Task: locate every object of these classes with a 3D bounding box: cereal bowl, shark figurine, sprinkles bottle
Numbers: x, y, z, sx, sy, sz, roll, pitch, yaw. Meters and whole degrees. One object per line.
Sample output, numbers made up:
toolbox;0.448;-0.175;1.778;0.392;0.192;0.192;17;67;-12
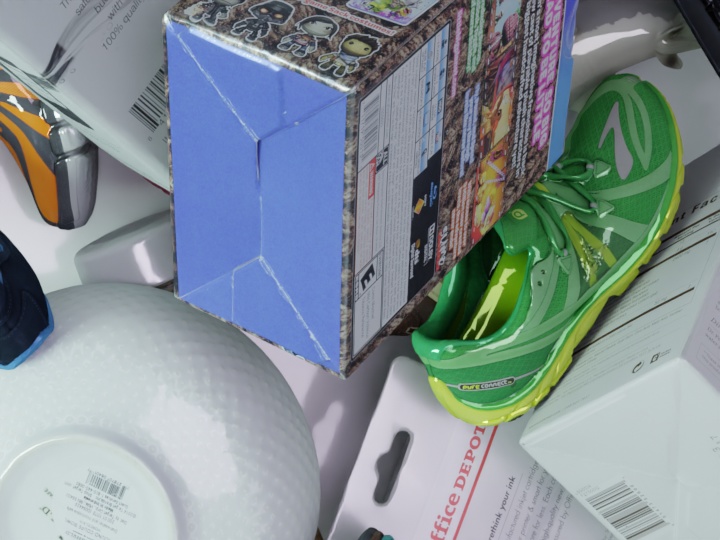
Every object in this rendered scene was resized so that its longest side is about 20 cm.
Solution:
cereal bowl;-0.123;0.111;1.052;0.198;0.083;0.202;3;105;11
shark figurine;0.148;-0.129;1.167;0.213;0.090;0.129;-9;129;-8
sprinkles bottle;-0.079;0.071;1.111;0.068;0.068;0.201;-24;99;-14

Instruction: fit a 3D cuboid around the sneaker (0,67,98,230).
sneaker;-0.195;-0.112;1.074;0.111;0.078;0.202;-11;103;1

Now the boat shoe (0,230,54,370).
boat shoe;-0.221;-0.037;1.024;0.199;0.069;0.084;32;79;17

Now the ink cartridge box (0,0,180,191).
ink cartridge box;-0.110;-0.145;0.973;0.146;0.083;0.200;-55;138;-6

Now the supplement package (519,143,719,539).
supplement package;0.188;0.039;1.115;0.121;0.120;0.200;43;46;-13

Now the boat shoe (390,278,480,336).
boat shoe;0.000;0.000;1.127;0.199;0.072;0.072;29;118;-37

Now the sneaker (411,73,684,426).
sneaker;0.095;-0.018;1.086;0.084;0.074;0.201;45;71;-43

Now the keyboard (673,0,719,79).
keyboard;0.188;-0.164;1.117;0.104;0.040;0.201;-27;86;-53

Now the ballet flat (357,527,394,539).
ballet flat;-0.004;0.209;1.111;0.073;0.073;0.201;-24;132;-13

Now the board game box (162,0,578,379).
board game box;0.010;-0.082;0.980;0.200;0.096;0.160;-44;148;-40

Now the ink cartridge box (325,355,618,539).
ink cartridge box;0.078;0.127;1.160;0.199;0.068;0.117;22;86;-16

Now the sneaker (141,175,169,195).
sneaker;-0.041;-0.119;1.113;0.200;0.075;0.081;-46;120;6
